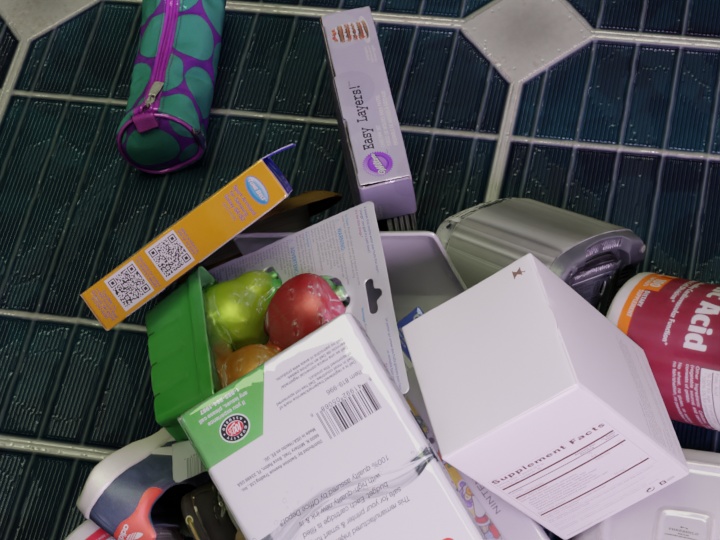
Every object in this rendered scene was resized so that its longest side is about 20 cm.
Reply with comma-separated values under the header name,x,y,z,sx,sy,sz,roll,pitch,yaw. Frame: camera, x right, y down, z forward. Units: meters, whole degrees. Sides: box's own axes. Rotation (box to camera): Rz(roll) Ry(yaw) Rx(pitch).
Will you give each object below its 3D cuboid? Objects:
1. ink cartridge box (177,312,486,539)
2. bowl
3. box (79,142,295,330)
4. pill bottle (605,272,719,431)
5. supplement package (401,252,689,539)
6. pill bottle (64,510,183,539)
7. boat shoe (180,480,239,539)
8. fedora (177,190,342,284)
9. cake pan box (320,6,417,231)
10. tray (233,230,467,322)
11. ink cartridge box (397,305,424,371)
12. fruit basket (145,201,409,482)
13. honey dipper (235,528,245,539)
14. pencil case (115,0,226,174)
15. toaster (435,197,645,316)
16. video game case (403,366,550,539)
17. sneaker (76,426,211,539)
name,x,y,z,sx,sy,sz,roll,pitch,yaw
ink cartridge box,-0.014,0.155,1.474,0.146,0.083,0.201,-30,79,2
bowl,0.253,0.224,1.632,0.198,0.075,0.201,8,59,13
box,-0.125,-0.030,1.647,0.199,0.119,0.042,-35,94,3
pill bottle,0.301,0.073,1.669,0.199,0.115,0.115,12,58,35
supplement package,0.140,0.098,1.567,0.119,0.200,0.122,-30,53,18
pill bottle,-0.152,0.287,1.633,0.110,0.111,0.200,-32,57,-12
boat shoe,-0.070,0.247,1.600,0.060,0.203,0.072,-21,12,23
fedora,-0.097,-0.004,1.803,0.199,0.201,0.083,-21,88,-5
cake pan box,0.012,-0.095,1.814,0.052,0.185,0.201,-13,55,0
tray,0.000,0.000,1.689,0.198,0.108,0.022,0,49,34
ink cartridge box,0.008,0.136,1.692,0.200,0.042,0.120,-40,80,8
fruit basket,-0.063,0.057,1.605,0.198,0.094,0.187,-20,51,10
honey dipper,-0.054,0.147,1.593,0.038,0.038,0.200,11,35,16
pencil case,-0.176,-0.193,1.966,0.084,0.093,0.202,-1,56,9
toaster,0.139,0.009,1.735,0.128,0.115,0.199,22,22,28
video game case,0.023,0.203,1.646,0.199,0.023,0.183,-37,75,7
sneaker,-0.131,0.159,1.655,0.084,0.075,0.200,41,48,14
